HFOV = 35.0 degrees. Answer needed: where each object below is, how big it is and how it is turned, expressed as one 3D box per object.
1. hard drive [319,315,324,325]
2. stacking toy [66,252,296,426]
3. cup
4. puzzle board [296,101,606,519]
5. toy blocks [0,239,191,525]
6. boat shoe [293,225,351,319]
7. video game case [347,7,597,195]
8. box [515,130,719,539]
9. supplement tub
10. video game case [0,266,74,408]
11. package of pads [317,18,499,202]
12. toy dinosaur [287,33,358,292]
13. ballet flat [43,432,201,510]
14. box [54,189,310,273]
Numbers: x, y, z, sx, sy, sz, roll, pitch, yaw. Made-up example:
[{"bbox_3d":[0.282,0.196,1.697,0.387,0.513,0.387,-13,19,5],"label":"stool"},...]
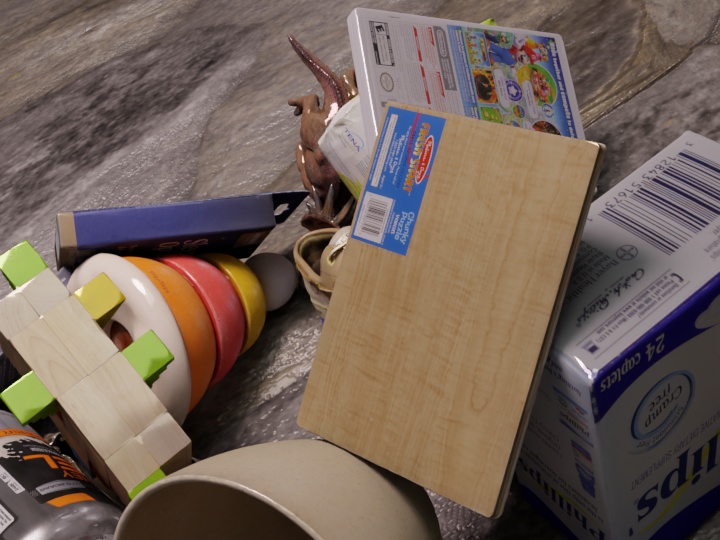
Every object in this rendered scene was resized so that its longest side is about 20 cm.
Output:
[{"bbox_3d":[0.046,0.061,0.880,0.130,0.026,0.201,-20,41,-1],"label":"hard drive"},{"bbox_3d":[-0.122,0.035,0.913,0.145,0.148,0.199,22,32,37],"label":"stacking toy"},{"bbox_3d":[-0.028,0.180,0.680,0.198,0.203,0.143,11,25,30],"label":"cup"},{"bbox_3d":[0.046,0.015,0.639,0.149,0.017,0.203,18,93,41],"label":"puzzle board"},{"bbox_3d":[-0.180,0.093,0.781,0.100,0.137,0.200,-37,76,-21],"label":"toy blocks"},{"bbox_3d":[0.000,0.000,0.831,0.074,0.067,0.199,-41,16,-21],"label":"boat shoe"},{"bbox_3d":[0.089,-0.127,0.890,0.197,0.018,0.145,1,70,-28],"label":"video game case"},{"bbox_3d":[0.182,0.056,0.702,0.183,0.202,0.105,-35,44,-17],"label":"box"},{"bbox_3d":[-0.228,0.188,0.778,0.199,0.124,0.122,28,59,39],"label":"supplement tub"},{"bbox_3d":[-0.300,0.096,0.903,0.019,0.143,0.200,39,60,2],"label":"video game case"},{"bbox_3d":[0.078,-0.101,0.924,0.199,0.155,0.068,-37,-1,-35],"label":"package of pads"},{"bbox_3d":[-0.021,-0.094,0.965,0.084,0.203,0.136,-4,28,3],"label":"toy dinosaur"},{"bbox_3d":[-0.165,0.153,0.847,0.198,0.047,0.068,13,50,31],"label":"ballet flat"},{"bbox_3d":[-0.144,-0.029,0.921,0.197,0.121,0.033,-8,81,-17],"label":"box"}]
